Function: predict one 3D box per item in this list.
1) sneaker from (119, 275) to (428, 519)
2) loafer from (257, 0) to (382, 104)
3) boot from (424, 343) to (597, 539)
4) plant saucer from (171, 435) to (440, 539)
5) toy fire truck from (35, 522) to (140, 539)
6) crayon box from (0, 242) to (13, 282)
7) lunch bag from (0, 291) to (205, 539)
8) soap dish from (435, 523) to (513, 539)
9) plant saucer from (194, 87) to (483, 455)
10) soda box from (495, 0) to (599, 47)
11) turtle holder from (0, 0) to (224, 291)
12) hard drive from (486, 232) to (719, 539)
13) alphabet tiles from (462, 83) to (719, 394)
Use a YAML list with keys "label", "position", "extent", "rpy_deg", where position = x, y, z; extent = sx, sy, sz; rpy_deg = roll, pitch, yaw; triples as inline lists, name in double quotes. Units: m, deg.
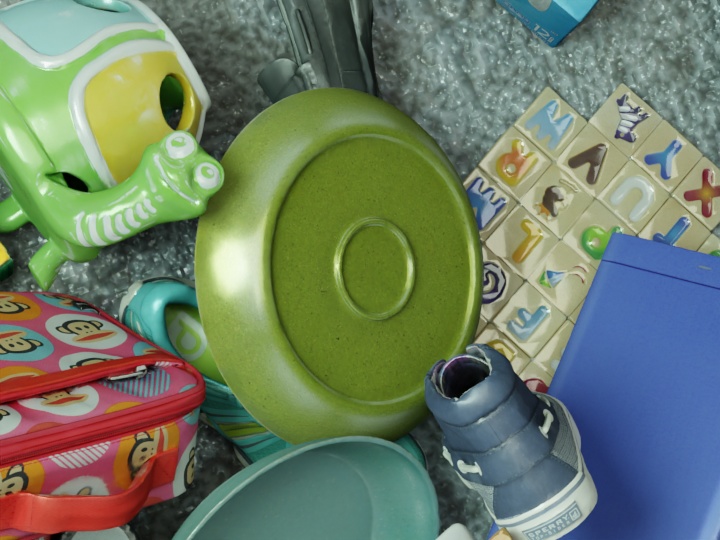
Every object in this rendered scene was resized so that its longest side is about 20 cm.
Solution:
- label: "sneaker"
  position: [-0.049, 0.073, 1.173]
  extent: [0.200, 0.080, 0.078]
  rpy_deg: [34, 77, -8]
- label: "loafer"
  position: [-0.024, -0.105, 1.214]
  extent: [0.070, 0.068, 0.201]
  rpy_deg: [-5, 78, -2]
- label: "boot"
  position: [0.071, 0.073, 1.127]
  extent: [0.073, 0.200, 0.090]
  rpy_deg: [-32, 102, -2]
- label: "plant saucer"
  position: [-0.045, 0.168, 1.134]
  extent: [0.200, 0.200, 0.036]
  rpy_deg: [-44, 47, -13]
- label: "toy fire truck"
  position: [-0.231, 0.201, 1.116]
  extent: [0.200, 0.129, 0.176]
  rpy_deg: [7, 80, -19]
- label: "crayon box"
  position: [-0.296, -0.045, 1.160]
  extent: [0.119, 0.058, 0.200]
  rpy_deg: [-38, 89, -12]
- label: "lunch bag"
  position: [-0.182, 0.081, 1.073]
  extent: [0.200, 0.176, 0.082]
  rpy_deg: [-12, 122, -44]
- label: "soap dish"
  position: [0.032, 0.224, 1.103]
  extent: [0.157, 0.200, 0.081]
  rpy_deg: [-43, 72, -13]
- label: "plant saucer"
  position: [0.000, 0.000, 1.143]
  extent: [0.200, 0.031, 0.200]
  rpy_deg: [2, 87, -40]
- label: "soda box"
  position: [0.065, -0.224, 1.246]
  extent: [0.200, 0.064, 0.068]
  rpy_deg: [39, 77, -2]
- label: "turtle holder"
  position: [-0.150, -0.081, 1.126]
  extent: [0.132, 0.185, 0.141]
  rpy_deg: [-34, 100, -11]
- label: "hard drive"
  position: [0.165, 0.085, 1.192]
  extent: [0.132, 0.025, 0.200]
  rpy_deg: [15, 76, 34]
- label: "alphabet tiles"
  position: [0.130, -0.007, 1.254]
  extent: [0.166, 0.006, 0.200]
  rpy_deg: [42, 78, -2]
